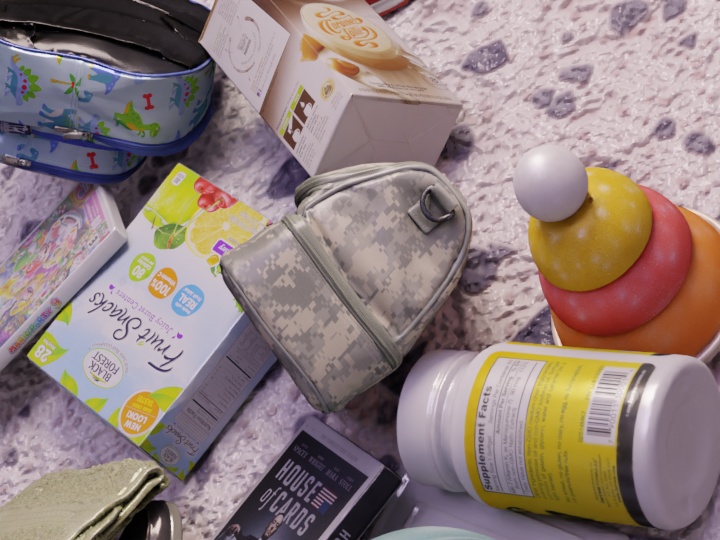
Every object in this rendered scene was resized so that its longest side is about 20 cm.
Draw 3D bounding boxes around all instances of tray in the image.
[{"bbox_3d":[0.079,0.194,1.550,0.199,0.022,0.108,18,72,39],"label":"tray"}]

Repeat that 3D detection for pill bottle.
[{"bbox_3d":[0.131,0.106,1.511,0.199,0.114,0.115,4,63,35],"label":"pill bottle"}]

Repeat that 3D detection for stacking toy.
[{"bbox_3d":[0.162,-0.021,1.517,0.145,0.200,0.147,-16,53,23],"label":"stacking toy"}]

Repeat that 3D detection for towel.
[{"bbox_3d":[-0.235,0.192,1.672,0.148,0.037,0.199,-41,15,-34],"label":"towel"}]

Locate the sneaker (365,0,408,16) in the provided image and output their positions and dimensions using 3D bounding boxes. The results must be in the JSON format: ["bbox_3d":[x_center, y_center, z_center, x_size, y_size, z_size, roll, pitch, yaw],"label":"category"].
[{"bbox_3d":[0.035,-0.299,1.842,0.200,0.116,0.078,-40,47,3],"label":"sneaker"}]

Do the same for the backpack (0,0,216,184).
[{"bbox_3d":[-0.218,-0.163,1.874,0.198,0.148,0.183,12,32,4],"label":"backpack"}]

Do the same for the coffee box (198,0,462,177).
[{"bbox_3d":[-0.026,-0.155,1.770,0.200,0.114,0.080,50,125,40],"label":"coffee box"}]

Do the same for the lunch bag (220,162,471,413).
[{"bbox_3d":[0.000,0.000,1.601,0.167,0.200,0.140,-36,88,-3],"label":"lunch bag"}]

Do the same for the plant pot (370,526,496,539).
[{"bbox_3d":[0.037,0.249,1.445,0.200,0.200,0.134,-47,20,-3],"label":"plant pot"}]

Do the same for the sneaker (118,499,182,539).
[{"bbox_3d":[-0.204,0.245,1.619,0.075,0.106,0.201,-10,55,66],"label":"sneaker"}]

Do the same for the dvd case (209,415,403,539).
[{"bbox_3d":[-0.065,0.202,1.597,0.200,0.025,0.150,-52,23,-6],"label":"dvd case"}]

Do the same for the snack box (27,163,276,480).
[{"bbox_3d":[-0.140,0.037,1.764,0.168,0.068,0.201,30,81,43],"label":"snack box"}]

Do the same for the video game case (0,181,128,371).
[{"bbox_3d":[-0.272,0.014,1.853,0.200,0.018,0.143,-46,26,7],"label":"video game case"}]
